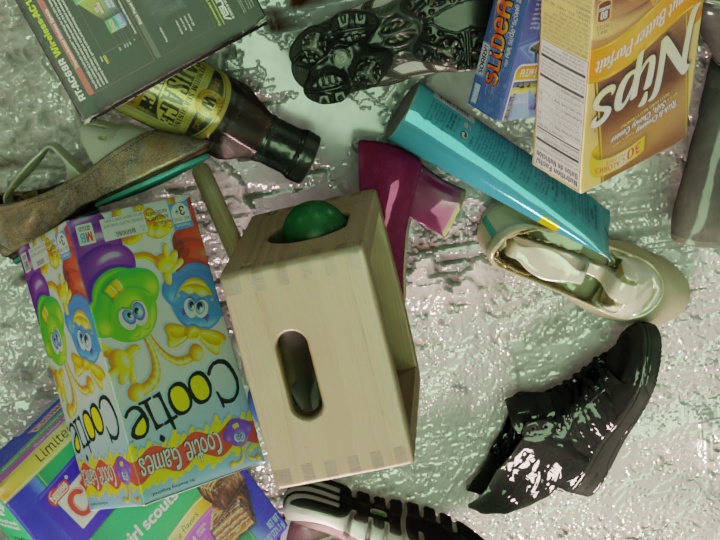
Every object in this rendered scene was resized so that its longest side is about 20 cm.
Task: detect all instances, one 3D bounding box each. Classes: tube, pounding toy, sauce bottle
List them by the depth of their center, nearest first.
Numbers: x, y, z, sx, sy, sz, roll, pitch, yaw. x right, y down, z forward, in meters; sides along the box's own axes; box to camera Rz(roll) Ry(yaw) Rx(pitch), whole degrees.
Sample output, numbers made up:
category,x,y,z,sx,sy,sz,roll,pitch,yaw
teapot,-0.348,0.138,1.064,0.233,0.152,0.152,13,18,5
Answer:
category,x,y,z,sx,sy,sz,roll,pitch,yaw
pounding toy,-0.046,0.024,0.990,0.140,0.184,0.203,-12,106,8
sauce bottle,-0.125,-0.128,1.037,0.198,0.066,0.067,23,103,-13
tube,0.117,-0.078,1.077,0.198,0.078,0.051,30,127,-9

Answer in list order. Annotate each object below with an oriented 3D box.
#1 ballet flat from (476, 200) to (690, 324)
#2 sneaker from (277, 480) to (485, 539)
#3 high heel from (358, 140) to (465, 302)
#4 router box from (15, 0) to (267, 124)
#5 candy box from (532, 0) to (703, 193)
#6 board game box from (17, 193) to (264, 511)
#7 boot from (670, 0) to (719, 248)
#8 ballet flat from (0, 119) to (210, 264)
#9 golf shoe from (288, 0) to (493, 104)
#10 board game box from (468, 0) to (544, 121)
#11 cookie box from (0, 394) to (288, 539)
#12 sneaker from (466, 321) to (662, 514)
category,x,y,z,sx,sy,sz,roll,pitch,yaw
ballet flat,0.186,0.003,1.106,0.198,0.070,0.070,20,103,-12
sneaker,0.016,0.259,1.167,0.198,0.076,0.117,20,109,0
high heel,0.000,0.000,1.086,0.095,0.067,0.202,26,104,-8
router box,-0.174,-0.226,0.944,0.149,0.062,0.202,-28,103,0
candy box,0.181,-0.167,0.946,0.115,0.055,0.202,-26,132,-28
board game box,-0.162,0.061,0.995,0.102,0.104,0.203,-16,88,-35
boot,0.273,-0.119,1.051,0.180,0.072,0.202,3,113,-44
ballet flat,-0.206,-0.072,1.026,0.198,0.068,0.068,-26,95,19
golf shoe,0.042,-0.182,1.022,0.197,0.095,0.079,-12,101,-1
board game box,0.174,-0.185,0.998,0.198,0.034,0.137,-10,124,-39
cookie box,-0.180,0.186,1.074,0.171,0.075,0.201,-46,110,-30
sneaker,0.168,0.123,1.139,0.103,0.060,0.202,15,114,-12
